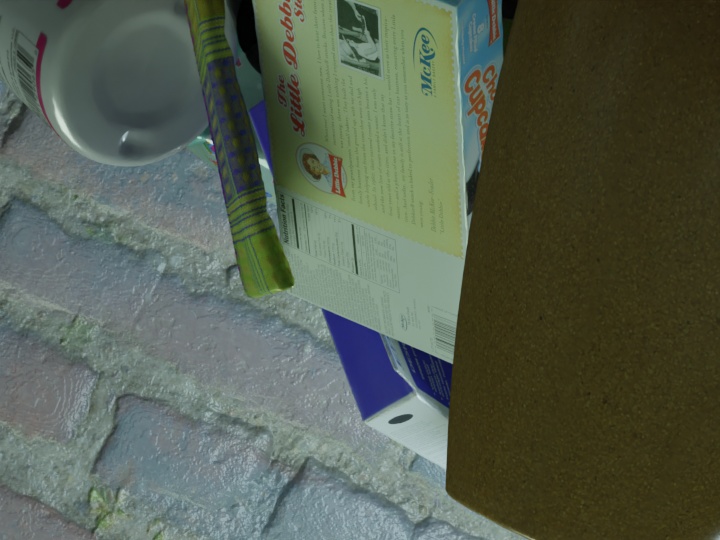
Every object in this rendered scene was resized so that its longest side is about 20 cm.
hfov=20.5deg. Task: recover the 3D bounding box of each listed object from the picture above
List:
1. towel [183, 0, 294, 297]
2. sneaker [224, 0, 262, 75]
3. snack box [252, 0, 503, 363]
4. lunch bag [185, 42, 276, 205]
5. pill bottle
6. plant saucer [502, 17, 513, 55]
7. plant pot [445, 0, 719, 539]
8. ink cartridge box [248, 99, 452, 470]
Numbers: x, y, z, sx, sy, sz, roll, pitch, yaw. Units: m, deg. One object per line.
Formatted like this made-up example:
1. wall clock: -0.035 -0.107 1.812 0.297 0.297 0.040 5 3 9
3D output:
1. towel: -0.063 -0.087 0.951 0.023 0.202 0.144 -12 -179 -6
2. sneaker: 0.013 -0.117 1.055 0.199 0.075 0.087 27 -166 -33
3. snack box: 0.011 -0.057 0.906 0.115 0.037 0.201 23 136 30
4. lunch bag: -0.040 -0.101 1.404 0.169 0.123 0.200 22 174 -11
5. pill bottle: -0.161 -0.148 1.107 0.113 0.114 0.200 23 -168 -43
6. plant saucer: 0.058 -0.064 0.981 0.198 0.031 0.200 8 159 3
7. plant pot: 0.109 0.005 0.712 0.185 0.202 0.186 24 179 1
8. ink cartridge box: 0.000 0.000 1.105 0.200 0.043 0.200 68 -170 23
